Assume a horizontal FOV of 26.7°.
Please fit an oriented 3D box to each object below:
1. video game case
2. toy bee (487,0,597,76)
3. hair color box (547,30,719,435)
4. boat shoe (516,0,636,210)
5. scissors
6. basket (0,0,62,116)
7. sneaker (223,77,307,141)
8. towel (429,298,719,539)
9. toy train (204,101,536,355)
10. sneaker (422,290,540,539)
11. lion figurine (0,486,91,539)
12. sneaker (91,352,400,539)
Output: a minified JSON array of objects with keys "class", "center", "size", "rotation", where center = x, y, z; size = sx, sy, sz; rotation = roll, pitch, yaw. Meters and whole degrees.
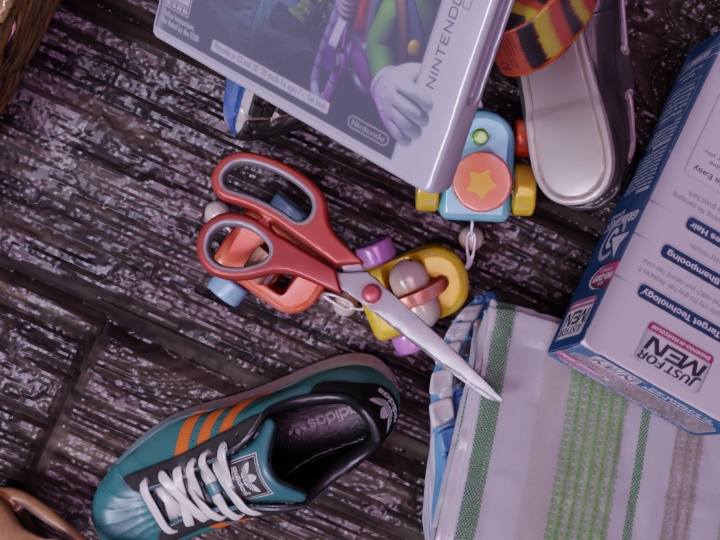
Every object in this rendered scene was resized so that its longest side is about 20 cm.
[{"class":"video game case","center":[-0.010,-0.161,0.740],"size":[0.200,0.023,0.182],"rotation":[32,117,30]},{"class":"toy bee","center":[0.083,-0.199,0.763],"size":[0.108,0.131,0.200],"rotation":[-25,75,11]},{"class":"hair color box","center":[0.192,-0.021,0.829],"size":[0.100,0.061,0.200],"rotation":[29,77,-7]},{"class":"boat shoe","center":[0.116,-0.133,0.848],"size":[0.067,0.057,0.201],"rotation":[-6,90,26]},{"class":"scissors","center":[0.000,0.000,0.826],"size":[0.200,0.014,0.073],"rotation":[25,85,12]},{"class":"basket","center":[-0.228,-0.177,0.788],"size":[0.149,0.143,0.200],"rotation":[30,98,-6]},{"class":"sneaker","center":[-0.044,-0.168,0.832],"size":[0.089,0.078,0.201],"rotation":[30,116,36]},{"class":"towel","center":[0.143,0.113,0.843],"size":[0.199,0.031,0.150],"rotation":[17,75,-13]},{"class":"toy train","center":[0.011,-0.034,0.860],"size":[0.150,0.056,0.200],"rotation":[41,97,-7]},{"class":"sneaker","center":[0.065,0.112,0.880],"size":[0.075,0.087,0.201],"rotation":[11,76,-6]},{"class":"lion figurine","center":[-0.239,0.183,0.887],"size":[0.200,0.072,0.123],"rotation":[-38,70,-4]},{"class":"sneaker","center":[-0.070,0.110,0.869],"size":[0.200,0.080,0.072],"rotation":[-28,98,7]}]
